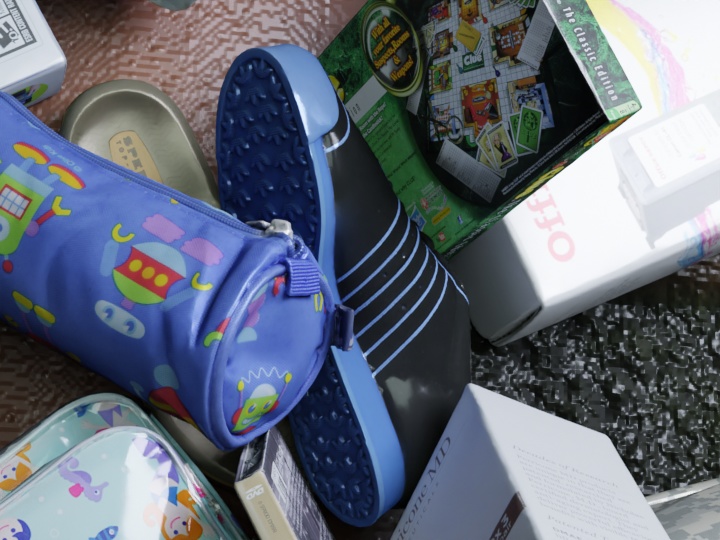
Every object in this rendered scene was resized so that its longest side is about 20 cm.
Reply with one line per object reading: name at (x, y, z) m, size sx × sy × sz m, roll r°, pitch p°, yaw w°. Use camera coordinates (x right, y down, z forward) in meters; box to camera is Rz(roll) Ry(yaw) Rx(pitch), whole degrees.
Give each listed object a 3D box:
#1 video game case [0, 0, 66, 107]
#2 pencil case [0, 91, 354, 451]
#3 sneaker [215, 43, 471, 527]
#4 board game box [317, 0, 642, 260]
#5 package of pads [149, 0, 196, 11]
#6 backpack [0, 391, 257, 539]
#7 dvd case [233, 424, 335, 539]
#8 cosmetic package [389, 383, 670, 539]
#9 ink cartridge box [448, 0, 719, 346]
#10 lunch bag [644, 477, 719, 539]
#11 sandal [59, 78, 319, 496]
video game case at (-0.250, -0.131, 0.834) m, size 0.181 × 0.045 × 0.201 m, roll -26°, pitch 83°, yaw -19°
pencil case at (-0.101, -0.006, 0.774) m, size 0.199 × 0.078 × 0.087 m, roll 26°, pitch 93°, yaw 27°
sneaker at (0.000, 0.000, 0.809) m, size 0.078 × 0.070 × 0.201 m, roll -23°, pitch 106°, yaw -38°
board game box at (0.032, -0.067, 0.800) m, size 0.023 × 0.200 × 0.105 m, roll -26°, pitch 83°, yaw -31°
package of pads at (-0.137, -0.217, 0.839) m, size 0.199 × 0.068 × 0.155 m, roll 20°, pitch 61°, yaw -22°
backpack at (-0.100, 0.164, 0.745) m, size 0.177 × 0.151 × 0.201 m, roll -35°, pitch 90°, yaw -19°
dvd case at (0.004, 0.156, 0.748) m, size 0.016 × 0.149 × 0.201 m, roll -27°, pitch 93°, yaw 0°
cosmetic package at (0.064, 0.130, 0.712) m, size 0.074 × 0.200 × 0.102 m, roll 21°, pitch 104°, yaw -16°
ink cartridge box at (0.124, -0.073, 0.882) m, size 0.199 × 0.086 × 0.148 m, roll -23°, pitch 82°, yaw -18°
lunch bag at (0.184, 0.142, 0.796) m, size 0.199 × 0.168 × 0.140 m, roll -13°, pitch 79°, yaw -15°
sandal at (-0.068, 0.007, 0.833) m, size 0.080 × 0.054 × 0.201 m, roll -25°, pitch 87°, yaw -17°
